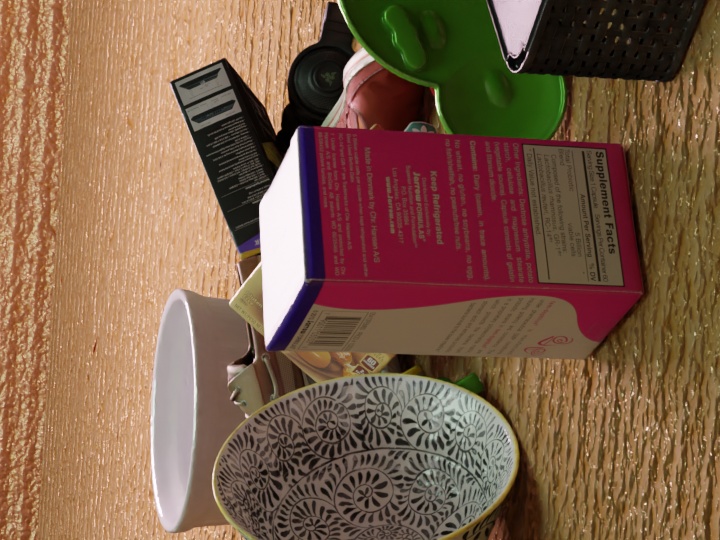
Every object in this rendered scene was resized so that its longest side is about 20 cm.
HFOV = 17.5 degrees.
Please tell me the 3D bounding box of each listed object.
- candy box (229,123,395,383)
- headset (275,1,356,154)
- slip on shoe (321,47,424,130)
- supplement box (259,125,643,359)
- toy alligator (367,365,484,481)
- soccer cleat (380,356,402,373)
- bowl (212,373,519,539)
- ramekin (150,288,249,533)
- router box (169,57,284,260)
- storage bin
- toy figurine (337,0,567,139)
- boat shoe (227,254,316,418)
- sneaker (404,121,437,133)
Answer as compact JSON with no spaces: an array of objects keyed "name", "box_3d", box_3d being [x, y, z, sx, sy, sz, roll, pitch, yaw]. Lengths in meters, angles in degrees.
[{"name":"candy box","box_3d":[0.000,0.000,1.623,0.055,0.115,0.200,-49,0,-39]},{"name":"headset","box_3d":[-0.018,-0.126,1.904,0.124,0.094,0.200,104,177,-54]},{"name":"slip on shoe","box_3d":[0.020,-0.122,1.747,0.061,0.074,0.200,62,153,18]},{"name":"supplement box","box_3d":[0.050,-0.013,1.351,0.101,0.199,0.104,123,148,-60]},{"name":"toy alligator","box_3d":[0.009,0.119,1.641,0.059,0.200,0.054,59,-156,3]},{"name":"soccer cleat","box_3d":[0.022,0.108,1.719,0.086,0.070,0.200,-41,43,40]},{"name":"bowl","box_3d":[0.007,0.162,1.537,0.201,0.200,0.094,-113,14,-57]},{"name":"ramekin","box_3d":[-0.110,0.117,1.929,0.200,0.097,0.201,-177,90,-75]},{"name":"router box","box_3d":[-0.088,-0.076,1.918,0.200,0.052,0.158,47,-160,-80]},{"name":"storage bin","box_3d":[0.137,-0.214,1.266,0.135,0.094,0.200,-103,22,-43]},{"name":"toy figurine","box_3d":[0.064,-0.165,1.533,0.184,0.150,0.200,-163,50,-88]},{"name":"boat shoe","box_3d":[-0.066,0.082,1.751,0.076,0.072,0.201,-172,82,-80]},{"name":"sneaker","box_3d":[0.022,-0.041,1.735,0.200,0.070,0.094,124,158,-63]}]
